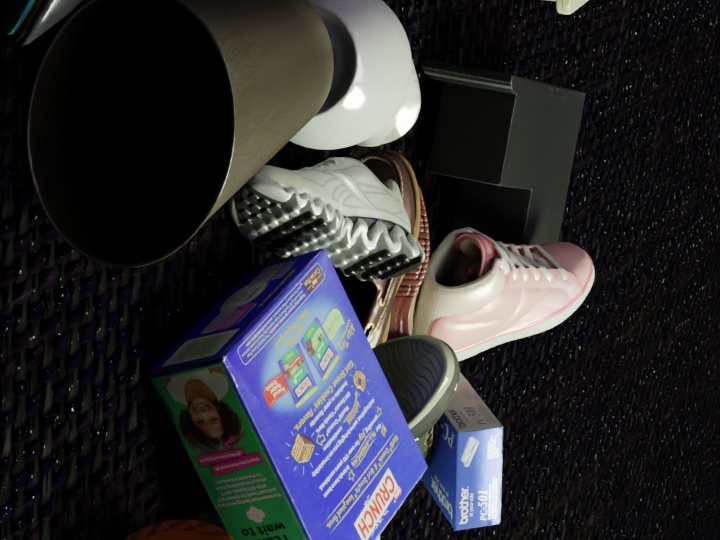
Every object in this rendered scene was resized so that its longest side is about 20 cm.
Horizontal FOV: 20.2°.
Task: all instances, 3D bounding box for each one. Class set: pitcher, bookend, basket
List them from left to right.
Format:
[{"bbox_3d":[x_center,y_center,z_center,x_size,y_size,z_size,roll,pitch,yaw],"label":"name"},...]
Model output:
[{"bbox_3d":[-0.104,-0.116,1.292,0.200,0.135,0.181,-43,156,-61],"label":"basket"},{"bbox_3d":[-0.021,-0.176,1.500,0.200,0.120,0.173,-15,93,-76],"label":"pitcher"},{"bbox_3d":[0.118,-0.082,1.867,0.198,0.092,0.201,-1,102,-65],"label":"bookend"}]

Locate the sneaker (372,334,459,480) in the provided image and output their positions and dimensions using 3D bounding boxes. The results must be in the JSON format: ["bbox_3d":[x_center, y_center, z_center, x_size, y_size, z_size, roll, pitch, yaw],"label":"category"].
[{"bbox_3d":[0.037,0.114,1.652,0.106,0.200,0.075,-1,58,-41],"label":"sneaker"}]

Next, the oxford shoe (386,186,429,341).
[{"bbox_3d":[0.017,0.017,1.733,0.075,0.070,0.201,-167,-96,-85],"label":"oxford shoe"}]

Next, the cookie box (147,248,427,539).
[{"bbox_3d":[-0.049,0.115,1.498,0.171,0.075,0.201,-47,118,-51],"label":"cookie box"}]

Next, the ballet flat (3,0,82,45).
[{"bbox_3d":[-0.154,-0.222,1.191,0.073,0.073,0.201,33,67,-65],"label":"ballet flat"}]

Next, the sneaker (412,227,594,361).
[{"bbox_3d":[0.130,0.003,1.777,0.199,0.075,0.105,-24,139,-27],"label":"sneaker"}]

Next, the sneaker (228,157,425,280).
[{"bbox_3d":[-0.030,-0.051,1.551,0.200,0.075,0.082,21,57,-50],"label":"sneaker"}]

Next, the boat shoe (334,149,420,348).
[{"bbox_3d":[0.000,0.000,1.653,0.070,0.070,0.201,0,99,-68],"label":"boat shoe"}]

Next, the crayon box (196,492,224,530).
[{"bbox_3d":[-0.071,0.241,1.607,0.119,0.058,0.201,-46,140,-52],"label":"crayon box"}]

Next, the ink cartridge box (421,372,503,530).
[{"bbox_3d":[0.070,0.136,1.758,0.200,0.044,0.095,-128,-145,-63],"label":"ink cartridge box"}]

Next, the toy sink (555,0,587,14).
[{"bbox_3d":[0.168,-0.322,1.857,0.200,0.111,0.131,-44,139,-61],"label":"toy sink"}]

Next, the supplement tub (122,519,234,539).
[{"bbox_3d":[-0.120,0.283,1.429,0.123,0.122,0.201,-51,145,-48],"label":"supplement tub"}]
